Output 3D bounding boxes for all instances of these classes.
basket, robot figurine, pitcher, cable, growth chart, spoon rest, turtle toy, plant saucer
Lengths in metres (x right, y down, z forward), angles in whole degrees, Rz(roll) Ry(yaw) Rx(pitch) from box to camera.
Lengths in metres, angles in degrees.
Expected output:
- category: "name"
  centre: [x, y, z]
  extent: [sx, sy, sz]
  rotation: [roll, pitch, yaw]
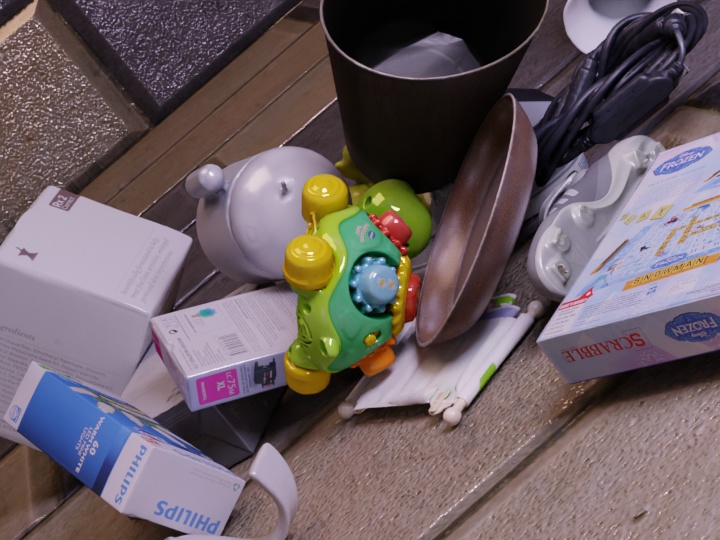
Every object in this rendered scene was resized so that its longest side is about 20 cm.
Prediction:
- category: "basket"
  centre: [0.048, -0.157, 1.371]
  extent: [0.179, 0.137, 0.200]
  rotation: [-15, -24, -13]
- category: "robot figurine"
  centre: [-0.077, -0.048, 1.519]
  extent: [0.200, 0.168, 0.114]
  rotation: [-8, 62, 66]
- category: "pitcher"
  centre: [0.278, -0.309, 1.696]
  extent: [0.170, 0.122, 0.201]
  rotation: [-14, 34, 13]
- category: "cable"
  centre: [0.186, -0.143, 1.357]
  extent: [0.200, 0.051, 0.164]
  rotation: [-41, 15, 26]
- category: "growth chart"
  centre: [0.061, 0.064, 1.322]
  extent: [0.145, 0.018, 0.200]
  rotation: [-47, 17, -23]
- category: "spoon rest"
  centre: [-0.110, 0.211, 1.270]
  extent: [0.200, 0.060, 0.100]
  rotation: [-46, 9, 31]
- category: "turtle toy"
  centre: [0.000, 0.000, 1.357]
  extent: [0.100, 0.147, 0.201]
  rotation: [7, 42, 6]
- category: "plant saucer"
  centre: [0.090, -0.034, 1.296]
  extent: [0.200, 0.032, 0.202]
  rotation: [-160, 90, -82]

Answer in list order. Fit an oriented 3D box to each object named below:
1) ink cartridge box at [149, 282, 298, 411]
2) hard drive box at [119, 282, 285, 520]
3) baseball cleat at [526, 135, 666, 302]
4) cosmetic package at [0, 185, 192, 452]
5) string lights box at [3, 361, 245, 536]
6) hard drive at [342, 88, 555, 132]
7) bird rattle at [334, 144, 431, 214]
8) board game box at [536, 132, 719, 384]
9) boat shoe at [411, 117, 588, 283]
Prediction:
- category: "ink cartridge box"
  centre: [-0.068, 0.054, 1.455]
  extent: [0.198, 0.042, 0.119]
  rotation: [-17, 28, -15]
- category: "hard drive box"
  centre: [-0.146, 0.111, 1.557]
  extent: [0.155, 0.077, 0.200]
  rotation: [-30, 19, 29]
- category: "baseball cleat"
  centre: [0.162, -0.025, 1.270]
  extent: [0.106, 0.070, 0.200]
  rotation: [-32, 7, 46]
- category: "cosmetic package"
  centre: [-0.285, 0.057, 1.716]
  extent: [0.165, 0.164, 0.201]
  rotation: [-71, 1, -60]
- category: "string lights box"
  centre: [-0.193, 0.146, 1.384]
  extent: [0.199, 0.102, 0.059]
  rotation: [25, 88, 48]
- category: "hard drive"
  centre: [0.090, -0.138, 1.566]
  extent: [0.198, 0.043, 0.135]
  rotation: [-3, 13, -9]
- category: "bird rattle"
  centre: [-0.028, -0.031, 1.646]
  extent: [0.199, 0.112, 0.164]
  rotation: [-29, 36, 39]
- category: "board game box"
  centre: [0.230, -0.025, 1.067]
  extent: [0.199, 0.041, 0.200]
  rotation: [-18, 27, 50]
- category: "boat shoe"
  centre: [0.098, -0.063, 1.480]
  extent: [0.200, 0.072, 0.070]
  rotation: [-34, 17, 19]
